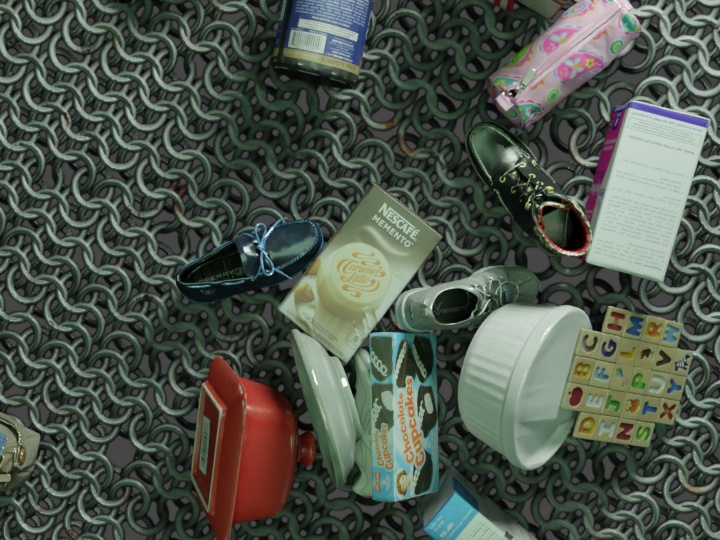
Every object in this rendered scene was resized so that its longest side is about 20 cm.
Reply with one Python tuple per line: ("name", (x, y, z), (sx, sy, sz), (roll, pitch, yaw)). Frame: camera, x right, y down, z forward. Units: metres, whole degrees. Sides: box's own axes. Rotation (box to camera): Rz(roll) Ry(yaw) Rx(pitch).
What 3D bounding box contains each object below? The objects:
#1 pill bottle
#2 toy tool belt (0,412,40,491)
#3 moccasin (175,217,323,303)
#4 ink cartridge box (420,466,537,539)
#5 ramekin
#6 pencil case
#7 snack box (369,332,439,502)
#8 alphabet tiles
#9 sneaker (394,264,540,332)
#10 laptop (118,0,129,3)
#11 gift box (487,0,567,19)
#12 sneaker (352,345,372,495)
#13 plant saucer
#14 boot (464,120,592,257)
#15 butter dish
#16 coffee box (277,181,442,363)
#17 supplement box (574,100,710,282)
("pill bottle", (-0.038, -0.334, 1.177), (0.111, 0.112, 0.202), (13, 96, 1))
("toy tool belt", (-0.529, 0.236, 1.241), (0.197, 0.123, 0.126), (10, 95, 2))
("moccasin", (-0.141, -0.008, 1.222), (0.198, 0.068, 0.081), (-28, 71, 3))
("ink cartridge box", (0.173, 0.353, 1.226), (0.200, 0.116, 0.068), (40, 96, -1))
("ramekin", (0.199, 0.133, 1.173), (0.094, 0.201, 0.205), (17, 97, 35))
("pencil case", (0.248, -0.262, 1.186), (0.199, 0.087, 0.088), (-38, 93, 4))
("snack box", (0.056, 0.180, 1.199), (0.037, 0.116, 0.203), (-4, 84, 32))
("alphabet tiles", (0.338, 0.137, 1.206), (0.198, 0.006, 0.168), (12, 96, -30))
("sneaker", (0.146, 0.043, 1.198), (0.198, 0.082, 0.076), (-15, 96, -21))
("laptop", (-0.222, -0.459, 1.225), (0.198, 0.116, 0.190), (-9, 95, 32))
("gift box", (0.196, -0.421, 1.132), (0.199, 0.185, 0.188), (28, 87, 3))
("sneaker", (0.010, 0.200, 1.246), (0.080, 0.075, 0.203), (-9, 94, 12))
("plant saucer", (-0.037, 0.164, 1.182), (0.050, 0.200, 0.202), (-16, 94, -8))
("boot", (0.206, -0.101, 1.166), (0.073, 0.154, 0.204), (-37, 93, 5))
("butter dish", (-0.127, 0.224, 1.212), (0.146, 0.199, 0.203), (5, 97, -21))
("coffee box", (0.000, 0.000, 1.220), (0.114, 0.080, 0.201), (37, 95, -1))
("supplement box", (0.344, -0.097, 1.188), (0.102, 0.101, 0.202), (13, 95, 1))
